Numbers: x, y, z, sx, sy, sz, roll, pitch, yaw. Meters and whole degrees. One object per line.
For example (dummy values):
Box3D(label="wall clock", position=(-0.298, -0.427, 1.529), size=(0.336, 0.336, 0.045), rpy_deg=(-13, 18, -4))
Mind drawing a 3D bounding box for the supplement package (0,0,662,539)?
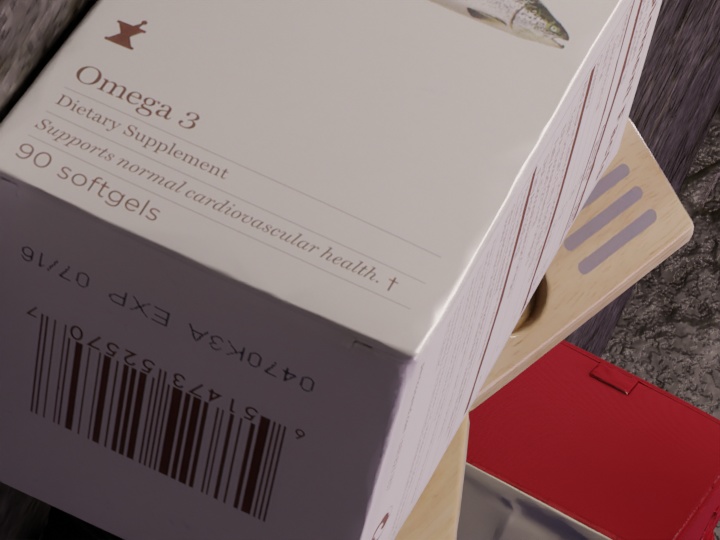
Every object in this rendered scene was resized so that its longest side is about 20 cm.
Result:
Box3D(label="supplement package", position=(-0.008, -0.030, 0.749), size=(0.117, 0.117, 0.200), rpy_deg=(103, 14, -48))

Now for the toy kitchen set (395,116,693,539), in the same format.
Box3D(label="toy kitchen set", position=(0.068, 0.082, 0.827), size=(0.180, 0.200, 0.163), rpy_deg=(-37, -171, -28))

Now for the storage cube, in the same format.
Box3D(label="storage cube", position=(0.095, 0.157, 1.651), size=(0.180, 0.200, 0.171), rpy_deg=(-38, 153, -59))

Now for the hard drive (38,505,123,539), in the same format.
Box3D(label="hard drive", position=(-0.043, 0.096, 0.980), size=(0.200, 0.038, 0.140), rpy_deg=(-29, 148, -46))
